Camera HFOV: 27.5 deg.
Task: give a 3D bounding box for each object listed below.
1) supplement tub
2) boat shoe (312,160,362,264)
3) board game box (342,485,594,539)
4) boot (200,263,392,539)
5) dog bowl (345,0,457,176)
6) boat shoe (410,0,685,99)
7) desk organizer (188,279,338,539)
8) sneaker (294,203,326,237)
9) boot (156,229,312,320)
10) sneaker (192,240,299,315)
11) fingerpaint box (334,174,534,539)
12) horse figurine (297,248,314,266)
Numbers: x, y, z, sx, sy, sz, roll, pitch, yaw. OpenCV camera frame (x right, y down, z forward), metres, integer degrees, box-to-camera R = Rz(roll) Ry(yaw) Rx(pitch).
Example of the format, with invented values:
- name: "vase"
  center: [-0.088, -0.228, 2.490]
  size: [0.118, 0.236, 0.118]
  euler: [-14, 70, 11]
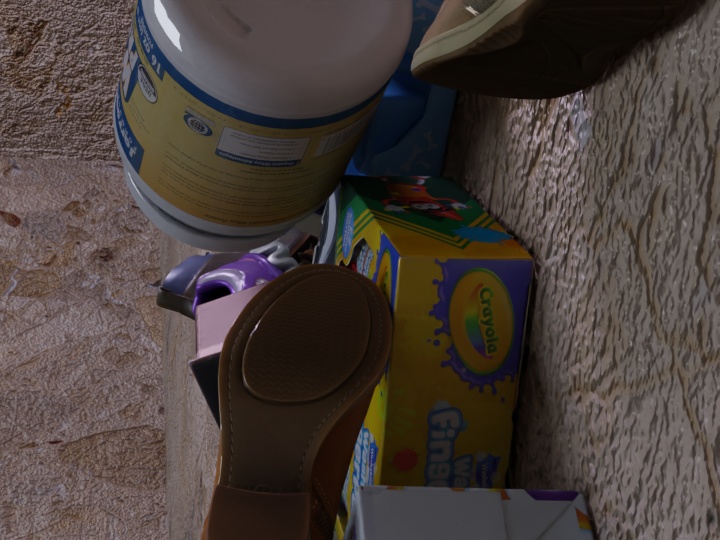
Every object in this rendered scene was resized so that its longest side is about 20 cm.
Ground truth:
- name: "supplement tub"
  center: [-0.063, -0.108, 0.837]
  size: [0.200, 0.145, 0.145]
  euler: [120, 149, -60]
- name: "boat shoe"
  center: [-0.003, 0.000, 0.966]
  size: [0.068, 0.074, 0.199]
  euler: [103, 167, -54]
- name: "board game box"
  center: [0.036, 0.196, 0.670]
  size: [0.200, 0.103, 0.105]
  euler: [105, 164, -48]
- name: "boot"
  center: [-0.035, 0.109, 0.706]
  size: [0.155, 0.077, 0.200]
  euler: [98, 179, -49]
- name: "dog bowl"
  center: [0.027, -0.129, 0.896]
  size: [0.111, 0.050, 0.200]
  euler: [-104, 18, -53]
- name: "boat shoe"
  center: [0.078, -0.118, 0.611]
  size: [0.200, 0.071, 0.065]
  euler: [162, 116, -70]
- name: "desk organizer"
  center: [-0.043, 0.110, 0.968]
  size: [0.077, 0.072, 0.200]
  euler: [-103, -7, -63]
- name: "sneaker"
  center: [-0.020, -0.103, 1.115]
  size: [0.146, 0.081, 0.200]
  euler: [-59, -11, 5]
- name: "boot"
  center: [-0.104, -0.003, 1.290]
  size: [0.200, 0.097, 0.075]
  euler: [-62, -10, -64]
- name: "sneaker"
  center: [-0.061, 0.058, 1.098]
  size: [0.200, 0.088, 0.081]
  euler: [47, 136, 38]
- name: "fingerpaint box"
  center: [0.027, 0.063, 0.805]
  size: [0.167, 0.073, 0.200]
  euler: [-121, 34, -69]
- name: "horse figurine"
  center: [-0.042, 0.060, 1.217]
  size: [0.133, 0.050, 0.200]
  euler: [-118, 30, -58]
